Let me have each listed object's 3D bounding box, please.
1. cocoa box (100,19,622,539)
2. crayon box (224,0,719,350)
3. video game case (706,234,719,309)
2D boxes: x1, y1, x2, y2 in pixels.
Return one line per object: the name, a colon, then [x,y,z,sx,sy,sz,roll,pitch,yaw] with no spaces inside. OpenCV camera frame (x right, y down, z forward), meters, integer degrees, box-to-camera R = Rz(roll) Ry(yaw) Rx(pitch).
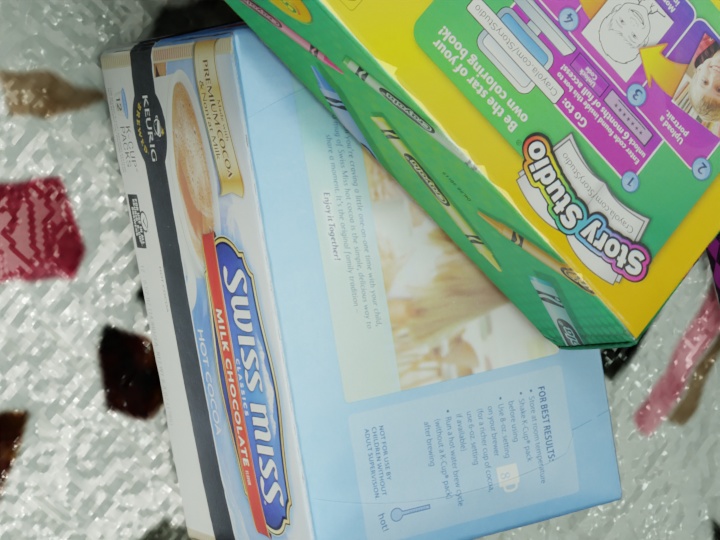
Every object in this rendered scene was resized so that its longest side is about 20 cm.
cocoa box: [0.000,0.000,0.978,0.133,0.131,0.200,-12,97,-25]
crayon box: [0.052,-0.082,0.896,0.200,0.058,0.119,46,69,-17]
video game case: [0.251,0.048,1.152,0.181,0.036,0.200,-17,99,-25]
